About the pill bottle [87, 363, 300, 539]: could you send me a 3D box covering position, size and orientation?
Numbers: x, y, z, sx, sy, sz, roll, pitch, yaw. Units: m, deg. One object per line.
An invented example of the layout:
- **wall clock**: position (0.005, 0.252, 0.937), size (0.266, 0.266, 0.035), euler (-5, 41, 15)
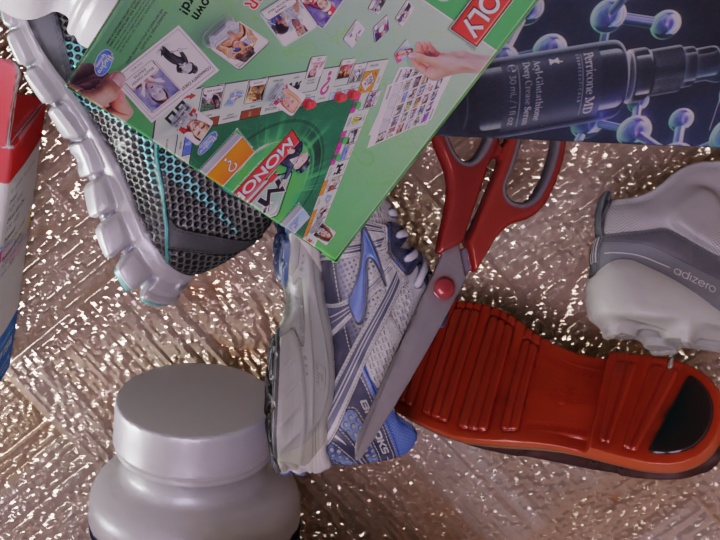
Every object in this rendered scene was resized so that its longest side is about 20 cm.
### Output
- **pill bottle**: position (-0.087, 0.155, 1.124), size (0.110, 0.111, 0.201), euler (5, 115, 6)

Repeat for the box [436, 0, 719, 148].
- **box**: position (0.078, -0.144, 0.922), size (0.199, 0.107, 0.149), euler (1, 122, -20)

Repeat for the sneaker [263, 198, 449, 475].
- **sneaker**: position (0.000, 0.000, 1.050), size (0.085, 0.077, 0.202), euler (3, 92, -7)

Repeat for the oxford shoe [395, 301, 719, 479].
- **oxford shoe**: position (0.087, 0.069, 1.083), size (0.199, 0.073, 0.072), euler (16, 72, 20)

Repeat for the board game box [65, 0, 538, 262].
- **board game box**: position (-0.009, -0.114, 0.836), size (0.134, 0.029, 0.200), euler (33, 118, -11)

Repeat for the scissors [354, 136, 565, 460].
- **scissors**: position (0.050, 0.000, 1.022), size (0.073, 0.014, 0.201), euler (16, 79, -19)

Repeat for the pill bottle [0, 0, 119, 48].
- **pill bottle**: position (-0.152, -0.179, 0.902), size (0.199, 0.114, 0.114), euler (35, 114, -5)

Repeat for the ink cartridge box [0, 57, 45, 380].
- **ink cartridge box**: position (-0.228, -0.035, 1.082), size (0.115, 0.067, 0.201), euler (14, 116, 2)

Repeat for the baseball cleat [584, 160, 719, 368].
- **baseball cleat**: position (0.205, 0.001, 1.035), size (0.199, 0.070, 0.107), euler (11, 78, -21)

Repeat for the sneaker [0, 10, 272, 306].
- **sneaker**: position (-0.103, -0.088, 1.033), size (0.091, 0.078, 0.201), euler (-22, 102, 13)
